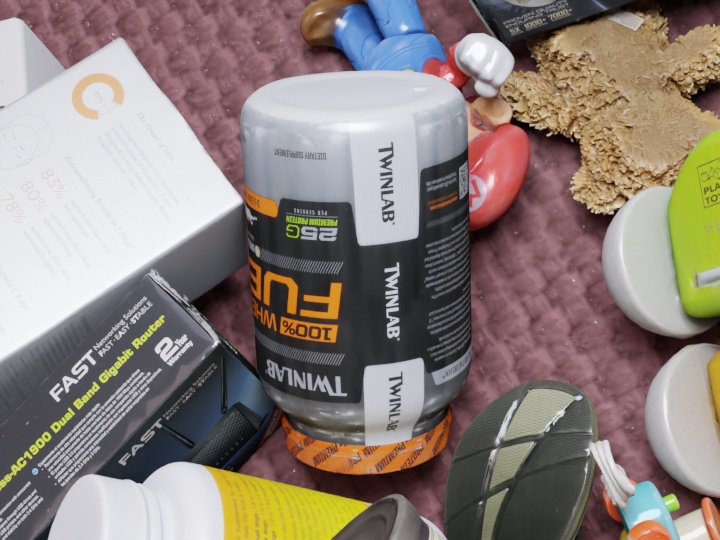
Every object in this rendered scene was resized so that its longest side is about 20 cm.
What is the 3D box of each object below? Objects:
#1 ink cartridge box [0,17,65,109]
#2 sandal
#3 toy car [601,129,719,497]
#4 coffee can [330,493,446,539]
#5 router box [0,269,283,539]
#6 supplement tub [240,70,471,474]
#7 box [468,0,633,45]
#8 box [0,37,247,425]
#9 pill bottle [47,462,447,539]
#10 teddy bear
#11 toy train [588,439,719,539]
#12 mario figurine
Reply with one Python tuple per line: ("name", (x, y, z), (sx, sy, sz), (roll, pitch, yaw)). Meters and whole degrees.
("ink cartridge box", (-0.264, -0.045, 0.878), (0.145, 0.084, 0.202), (-12, 70, 8))
("sandal", (0.085, 0.159, 0.746), (0.079, 0.057, 0.203), (10, 90, 27))
("toy car", (0.235, 0.020, 0.713), (0.149, 0.175, 0.202), (-10, 82, -32))
("coffee can", (0.044, 0.214, 0.569), (0.200, 0.146, 0.147), (41, 82, -3))
("router box", (-0.141, 0.112, 0.759), (0.062, 0.150, 0.200), (40, 84, 23))
("supplement tub", (0.000, 0.000, 0.742), (0.121, 0.123, 0.202), (2, 109, 13))
("box", (0.145, -0.247, 0.787), (0.198, 0.086, 0.165), (-16, 66, 18))
("box", (-0.178, -0.013, 0.760), (0.199, 0.098, 0.125), (-34, 74, -15))
("pill bottle", (-0.055, 0.161, 0.692), (0.109, 0.199, 0.110), (-37, 44, 46))
("teddy bear", (0.155, -0.121, 0.831), (0.144, 0.067, 0.201), (-30, 60, -9))
("toy train", (0.177, 0.175, 0.668), (0.055, 0.150, 0.201), (-22, 64, 2))
("mario figurine", (0.025, -0.108, 0.821), (0.105, 0.124, 0.201), (-26, 62, -12))
